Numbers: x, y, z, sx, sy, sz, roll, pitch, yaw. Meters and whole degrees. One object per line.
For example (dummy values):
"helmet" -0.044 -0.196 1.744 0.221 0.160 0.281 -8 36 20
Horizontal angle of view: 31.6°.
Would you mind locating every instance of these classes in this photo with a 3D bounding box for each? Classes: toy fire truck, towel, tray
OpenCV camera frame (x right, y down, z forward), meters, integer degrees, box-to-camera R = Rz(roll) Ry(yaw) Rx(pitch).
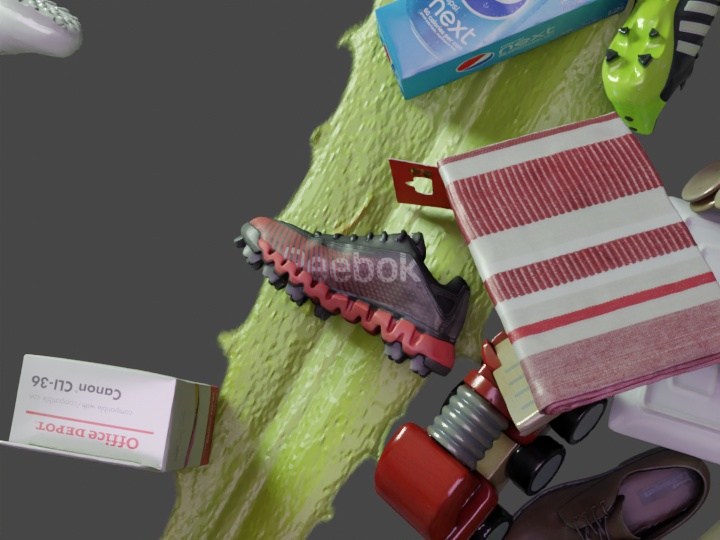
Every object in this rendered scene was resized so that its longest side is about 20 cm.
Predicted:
"toy fire truck" 0.090 0.114 0.899 0.128 0.200 0.176 39 87 29
"towel" 0.147 -0.010 0.833 0.142 0.023 0.202 -15 58 -10
"tray" 0.265 0.041 0.978 0.106 0.022 0.202 16 71 7

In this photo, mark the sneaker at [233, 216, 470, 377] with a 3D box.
"sneaker" 0.000 0.000 1.001 0.199 0.071 0.099 29 86 5

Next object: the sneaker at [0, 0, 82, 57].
"sneaker" -0.324 -0.207 1.055 0.198 0.076 0.081 21 96 11

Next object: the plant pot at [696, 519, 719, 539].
"plant pot" 0.326 0.225 0.909 0.187 0.188 0.200 40 74 7

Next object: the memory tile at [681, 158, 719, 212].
"memory tile" 0.339 -0.113 0.952 0.200 0.153 0.017 -44 103 -3

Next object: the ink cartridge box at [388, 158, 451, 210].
"ink cartridge box" 0.116 -0.027 0.950 0.197 0.160 0.048 13 83 6

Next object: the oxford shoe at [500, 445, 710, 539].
"oxford shoe" 0.173 0.192 0.959 0.199 0.084 0.073 -33 84 1

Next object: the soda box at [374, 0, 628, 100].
"soda box" 0.114 -0.209 1.018 0.198 0.068 0.065 -23 82 1

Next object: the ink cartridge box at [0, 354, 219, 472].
"ink cartridge box" -0.180 0.105 0.935 0.115 0.200 0.068 8 84 5

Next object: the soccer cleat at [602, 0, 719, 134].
"soccer cleat" 0.250 -0.198 1.012 0.067 0.081 0.201 18 63 34
